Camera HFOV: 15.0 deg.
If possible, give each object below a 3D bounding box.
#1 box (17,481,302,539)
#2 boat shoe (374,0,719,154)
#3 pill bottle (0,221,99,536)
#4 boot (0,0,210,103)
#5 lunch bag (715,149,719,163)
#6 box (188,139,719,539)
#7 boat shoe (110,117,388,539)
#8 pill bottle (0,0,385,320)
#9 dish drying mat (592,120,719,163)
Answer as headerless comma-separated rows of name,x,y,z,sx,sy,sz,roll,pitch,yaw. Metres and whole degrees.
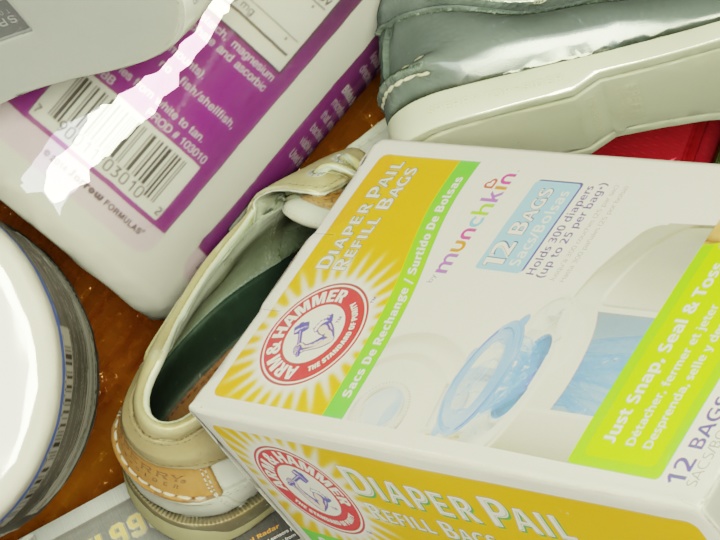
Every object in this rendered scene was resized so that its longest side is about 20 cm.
box,-0.076,0.150,0.866,0.200,0.048,0.158,-29,46,-3
boat shoe,0.101,-0.081,0.847,0.200,0.073,0.062,-14,69,0
pill bottle,-0.139,0.033,0.841,0.114,0.200,0.114,0,87,-1
boot,-0.111,-0.101,0.833,0.200,0.074,0.096,-7,42,34
lunch bag,0.203,0.024,0.904,0.200,0.082,0.161,20,90,2
box,0.067,0.040,0.762,0.113,0.200,0.101,-55,127,-23
boat shoe,0.000,0.000,0.874,0.075,0.068,0.200,33,68,18
pill bottle,-0.043,-0.092,0.893,0.112,0.112,0.200,40,87,2
dish drying mat,0.075,-0.024,0.936,0.077,0.018,0.200,20,87,3
